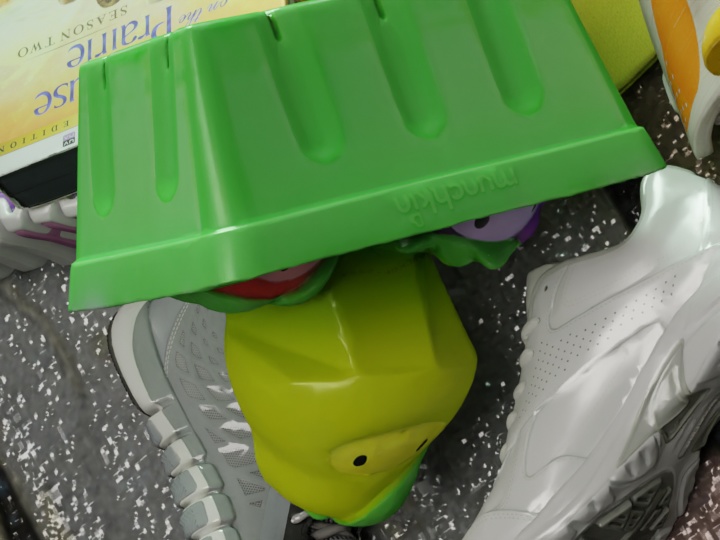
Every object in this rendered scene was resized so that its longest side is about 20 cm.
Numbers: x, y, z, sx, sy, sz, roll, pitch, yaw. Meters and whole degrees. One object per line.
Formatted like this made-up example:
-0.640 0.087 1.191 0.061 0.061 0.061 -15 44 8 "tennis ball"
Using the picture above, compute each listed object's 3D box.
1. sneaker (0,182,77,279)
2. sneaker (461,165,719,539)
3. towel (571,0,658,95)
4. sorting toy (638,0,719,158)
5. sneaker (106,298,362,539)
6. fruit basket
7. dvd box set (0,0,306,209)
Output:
-0.147 -0.046 1.169 0.200 0.080 0.089 -11 72 28 "sneaker"
0.091 0.047 1.038 0.099 0.078 0.200 41 95 32 "sneaker"
0.126 -0.143 1.066 0.200 0.018 0.086 -45 61 18 "towel"
0.167 -0.170 0.988 0.200 0.107 0.180 -27 70 19 "sorting toy"
-0.019 0.068 1.088 0.115 0.075 0.200 -37 68 17 "sneaker"
0.000 0.000 0.990 0.155 0.216 0.216 -9 79 59 "fruit basket"
-0.089 -0.134 1.126 0.146 0.029 0.200 -19 53 23 "dvd box set"
